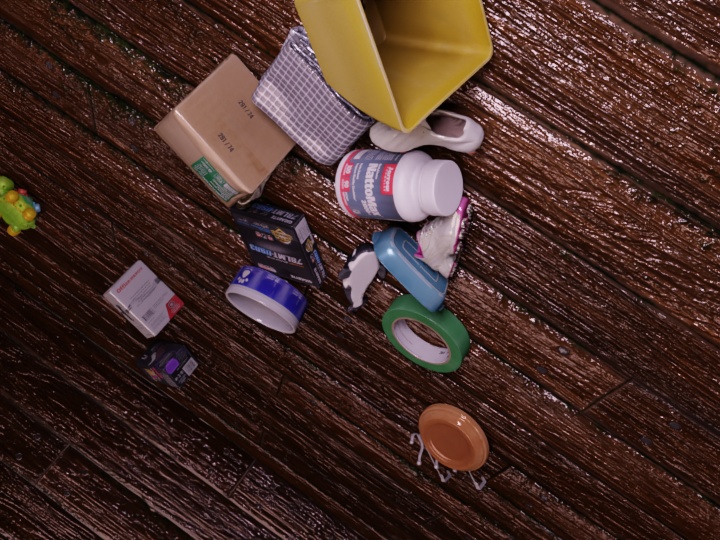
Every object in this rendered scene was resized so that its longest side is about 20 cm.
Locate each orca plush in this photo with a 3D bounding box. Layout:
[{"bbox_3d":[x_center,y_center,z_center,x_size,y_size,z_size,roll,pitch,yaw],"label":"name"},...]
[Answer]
[{"bbox_3d":[0.000,0.000,1.557,0.104,0.072,0.201,-15,143,-3],"label":"orca plush"}]

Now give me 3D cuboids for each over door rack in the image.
[{"bbox_3d":[0.236,0.535,1.985,0.147,0.067,0.201,-5,129,49],"label":"over door rack"}]

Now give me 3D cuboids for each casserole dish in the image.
[{"bbox_3d":[0.104,-0.008,1.378,0.039,0.121,0.200,-38,102,27],"label":"casserole dish"}]

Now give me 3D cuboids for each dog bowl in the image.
[{"bbox_3d":[-0.234,0.074,1.808,0.199,0.079,0.200,24,160,9],"label":"dog bowl"}]

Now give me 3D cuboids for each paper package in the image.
[{"bbox_3d":[-0.238,-0.254,1.320,0.200,0.191,0.103,47,148,-18],"label":"paper package"}]

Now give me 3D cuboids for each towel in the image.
[{"bbox_3d":[-0.078,-0.287,1.216,0.200,0.086,0.165,42,148,-7],"label":"towel"}]

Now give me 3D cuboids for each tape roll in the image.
[{"bbox_3d":[0.143,0.140,1.582,0.199,0.048,0.201,26,147,19],"label":"tape roll"}]

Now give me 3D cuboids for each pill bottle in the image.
[{"bbox_3d":[0.066,-0.144,1.223,0.199,0.120,0.120,8,138,39],"label":"pill bottle"}]

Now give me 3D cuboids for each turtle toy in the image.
[{"bbox_3d":[-1.134,-0.219,2.361,0.145,0.101,0.200,-29,108,32],"label":"turtle toy"}]

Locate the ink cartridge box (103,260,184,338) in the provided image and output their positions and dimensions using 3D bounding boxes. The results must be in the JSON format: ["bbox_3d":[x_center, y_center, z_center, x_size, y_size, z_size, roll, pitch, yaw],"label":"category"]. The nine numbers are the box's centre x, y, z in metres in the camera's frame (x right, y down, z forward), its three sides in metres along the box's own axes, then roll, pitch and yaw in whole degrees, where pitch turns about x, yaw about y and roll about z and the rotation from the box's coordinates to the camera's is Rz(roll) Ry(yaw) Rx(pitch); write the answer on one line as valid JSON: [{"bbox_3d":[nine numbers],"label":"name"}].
[{"bbox_3d":[-0.681,0.090,2.262,0.200,0.145,0.083,49,147,-17],"label":"ink cartridge box"}]

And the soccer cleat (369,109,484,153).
[{"bbox_3d":[0.097,-0.224,1.129,0.198,0.070,0.077,9,167,30],"label":"soccer cleat"}]

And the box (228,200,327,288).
[{"bbox_3d":[-0.188,-0.063,1.657,0.199,0.050,0.199,18,142,31],"label":"box"}]

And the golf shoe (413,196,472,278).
[{"bbox_3d":[0.143,-0.064,1.286,0.091,0.076,0.201,23,145,11],"label":"golf shoe"}]

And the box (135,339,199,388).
[{"bbox_3d":[-0.707,0.340,2.634,0.199,0.123,0.106,4,136,43],"label":"box"}]

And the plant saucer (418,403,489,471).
[{"bbox_3d":[0.230,0.432,1.833,0.199,0.037,0.202,21,128,29],"label":"plant saucer"}]

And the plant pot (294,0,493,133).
[{"bbox_3d":[0.031,-0.332,0.961,0.176,0.200,0.201,22,148,43],"label":"plant pot"}]

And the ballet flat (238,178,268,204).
[{"bbox_3d":[-0.226,-0.200,1.499,0.069,0.070,0.200,36,148,3],"label":"ballet flat"}]
